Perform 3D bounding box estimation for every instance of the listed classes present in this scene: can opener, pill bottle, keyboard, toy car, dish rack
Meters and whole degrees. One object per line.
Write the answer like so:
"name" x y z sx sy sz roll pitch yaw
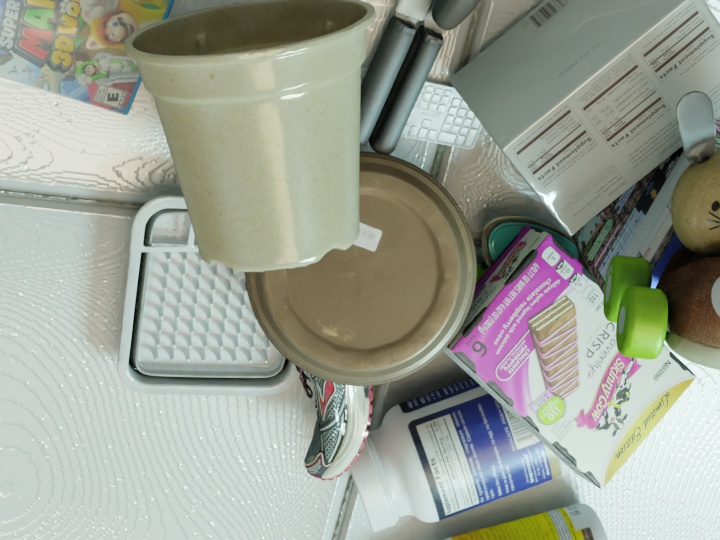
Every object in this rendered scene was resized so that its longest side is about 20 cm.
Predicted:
"can opener" 0.044 -0.187 1.656 0.052 0.067 0.201 18 113 -22
"pill bottle" 0.145 0.304 1.946 0.198 0.109 0.110 -14 122 -6
"keyboard" 0.015 -0.145 1.708 0.198 0.011 0.057 10 117 -19
"toy car" 0.288 -0.035 1.534 0.163 0.158 0.202 6 107 -3
"pill bottle" 0.088 0.166 1.848 0.198 0.116 0.116 -19 123 -2
"dish rack" -0.126 0.016 1.749 0.170 0.044 0.201 1 119 -16

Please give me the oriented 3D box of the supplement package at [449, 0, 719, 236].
"supplement package" 0.200 -0.157 1.655 0.200 0.156 0.111 -38 120 6

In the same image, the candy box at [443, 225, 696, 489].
"candy box" 0.181 0.077 1.753 0.200 0.061 0.137 42 86 -19

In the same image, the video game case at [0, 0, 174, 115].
"video game case" -0.256 -0.217 1.594 0.199 0.018 0.144 16 115 -22

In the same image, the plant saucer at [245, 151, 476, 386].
"plant saucer" 0.000 0.000 1.684 0.198 0.029 0.202 0 95 1

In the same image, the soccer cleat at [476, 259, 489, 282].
"soccer cleat" 0.090 0.030 1.804 0.199 0.068 0.081 19 124 -16

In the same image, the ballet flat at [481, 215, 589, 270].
"ballet flat" 0.189 0.000 1.807 0.199 0.062 0.068 20 92 -18

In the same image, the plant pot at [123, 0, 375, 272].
"plant pot" -0.075 -0.105 1.575 0.199 0.201 0.185 -10 108 -8

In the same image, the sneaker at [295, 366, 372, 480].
"sneaker" -0.027 0.094 1.768 0.074 0.081 0.201 5 117 -11

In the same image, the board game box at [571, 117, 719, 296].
"board game box" 0.271 -0.056 1.711 0.096 0.200 0.160 19 114 -21
